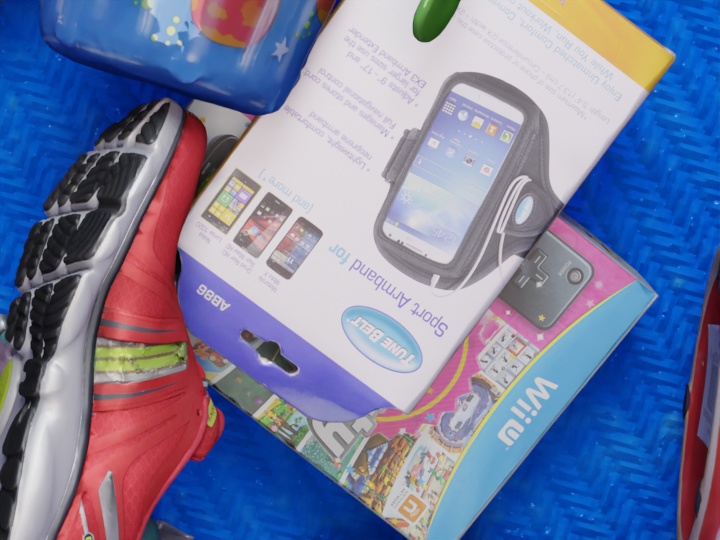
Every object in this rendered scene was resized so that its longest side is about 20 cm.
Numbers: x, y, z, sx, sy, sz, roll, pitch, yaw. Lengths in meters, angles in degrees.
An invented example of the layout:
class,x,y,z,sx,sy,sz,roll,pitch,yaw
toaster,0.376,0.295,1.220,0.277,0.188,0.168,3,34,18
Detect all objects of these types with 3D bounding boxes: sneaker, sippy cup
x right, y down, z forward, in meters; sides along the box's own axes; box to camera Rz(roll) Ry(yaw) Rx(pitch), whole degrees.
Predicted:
class,x,y,z,sx,sy,sz,roll,pitch,yaw
sneaker,-0.088,0.036,0.848,0.085,0.077,0.200,17,87,-27
sippy cup,-0.057,-0.130,0.833,0.140,0.178,0.131,18,91,-40

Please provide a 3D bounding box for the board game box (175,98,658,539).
class,x,y,z,sx,sy,sz,roll,pitch,yaw
board game box,0.000,0.000,0.941,0.200,0.064,0.148,38,95,-7

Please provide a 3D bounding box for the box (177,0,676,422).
class,x,y,z,sx,sy,sz,roll,pitch,yaw
box,0.016,-0.040,0.886,0.119,0.041,0.200,37,95,-5

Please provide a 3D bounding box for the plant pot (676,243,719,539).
class,x,y,z,sx,sy,sz,roll,pitch,yaw
plant pot,0.223,0.070,0.893,0.182,0.200,0.201,6,97,4

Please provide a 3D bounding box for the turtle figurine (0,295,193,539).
class,x,y,z,sx,sy,sz,roll,pitch,yaw
turtle figurine,-0.146,0.080,0.906,0.200,0.101,0.150,14,133,9
